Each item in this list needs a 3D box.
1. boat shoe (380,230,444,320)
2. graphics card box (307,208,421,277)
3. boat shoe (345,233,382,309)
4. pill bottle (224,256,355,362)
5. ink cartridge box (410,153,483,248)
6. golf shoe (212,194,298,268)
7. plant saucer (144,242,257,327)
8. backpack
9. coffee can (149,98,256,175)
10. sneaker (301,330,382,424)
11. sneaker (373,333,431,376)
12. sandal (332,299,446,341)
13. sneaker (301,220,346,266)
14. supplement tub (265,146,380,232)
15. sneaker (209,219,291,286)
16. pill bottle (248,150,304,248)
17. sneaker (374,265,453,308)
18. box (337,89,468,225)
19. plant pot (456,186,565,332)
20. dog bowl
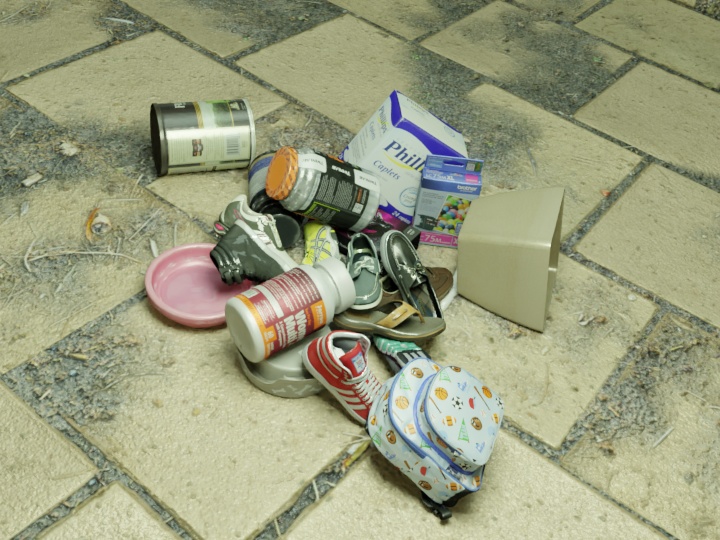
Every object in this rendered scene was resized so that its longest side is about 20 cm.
[{"bbox_3d":[0.098,0.019,1.593,0.068,0.056,0.203,-23,90,-27],"label":"boat shoe"},{"bbox_3d":[0.007,-0.075,1.774,0.198,0.051,0.125,31,44,21],"label":"graphics card box"},{"bbox_3d":[0.000,0.000,1.564,0.072,0.063,0.201,-5,28,3],"label":"boat shoe"},{"bbox_3d":[-0.111,0.058,1.445,0.198,0.111,0.110,-26,51,-26],"label":"pill bottle"},{"bbox_3d":[0.169,-0.133,1.758,0.117,0.202,0.042,7,40,-2],"label":"ink cartridge box"},{"bbox_3d":[-0.176,-0.053,1.637,0.199,0.089,0.077,37,11,4],"label":"golf shoe"},{"bbox_3d":[-0.284,0.032,1.591,0.197,0.051,0.202,6,40,-5],"label":"plant saucer"},{"bbox_3d":[0.111,0.231,1.339,0.189,0.155,0.201,32,41,-3],"label":"backpack"},{"bbox_3d":[-0.331,-0.281,1.869,0.197,0.148,0.147,-7,43,-20],"label":"coffee can"},{"bbox_3d":[0.005,0.171,1.394,0.199,0.112,0.072,39,56,-8],"label":"sneaker"},{"bbox_3d":[0.065,0.158,1.513,0.073,0.089,0.200,-2,17,-12],"label":"sneaker"},{"bbox_3d":[0.051,0.076,1.518,0.197,0.055,0.082,11,20,1],"label":"sandal"},{"bbox_3d":[-0.080,-0.026,1.681,0.075,0.076,0.201,-6,41,-19],"label":"sneaker"},{"bbox_3d":[-0.071,-0.155,1.670,0.198,0.123,0.123,17,33,-32],"label":"supplement tub"},{"bbox_3d":[-0.183,0.009,1.553,0.099,0.071,0.200,-42,70,-17],"label":"sneaker"},{"bbox_3d":[-0.166,-0.138,1.764,0.110,0.113,0.202,1,41,-10],"label":"pill bottle"},{"bbox_3d":[0.099,0.024,1.659,0.198,0.076,0.070,-21,49,-31],"label":"sneaker"},{"bbox_3d":[0.085,-0.224,1.801,0.182,0.200,0.106,27,33,-27],"label":"box"},{"bbox_3d":[0.280,-0.033,1.686,0.174,0.202,0.201,8,38,16],"label":"plant pot"},{"bbox_3d":[-0.116,0.130,1.505,0.196,0.059,0.202,5,41,-5],"label":"dog bowl"}]
